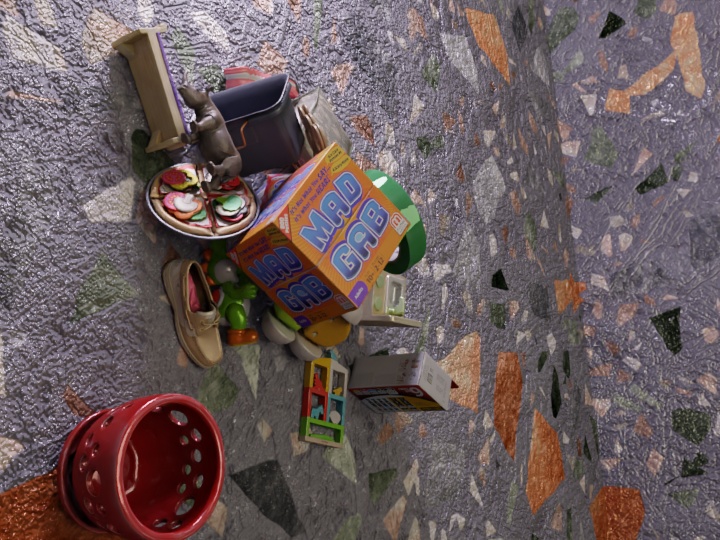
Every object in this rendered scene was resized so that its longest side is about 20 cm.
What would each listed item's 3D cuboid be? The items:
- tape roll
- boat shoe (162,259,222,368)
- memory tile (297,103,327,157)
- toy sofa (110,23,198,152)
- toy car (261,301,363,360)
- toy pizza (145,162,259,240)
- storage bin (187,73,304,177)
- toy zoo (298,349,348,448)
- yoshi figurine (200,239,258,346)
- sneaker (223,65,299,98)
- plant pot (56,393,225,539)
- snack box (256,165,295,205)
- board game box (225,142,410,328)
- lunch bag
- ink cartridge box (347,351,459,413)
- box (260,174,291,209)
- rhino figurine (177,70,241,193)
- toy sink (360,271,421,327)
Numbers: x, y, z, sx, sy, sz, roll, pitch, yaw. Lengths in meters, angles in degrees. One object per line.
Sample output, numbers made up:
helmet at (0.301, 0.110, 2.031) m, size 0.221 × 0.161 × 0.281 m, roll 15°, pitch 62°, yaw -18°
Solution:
tape roll at (0.043, -0.091, 1.389) m, size 0.048 × 0.199 × 0.204 m, roll -33°, pitch 111°, yaw -25°
boat shoe at (-0.283, 0.076, 1.272) m, size 0.074 × 0.068 × 0.204 m, roll -36°, pitch 112°, yaw -52°
memory tile at (-0.068, -0.206, 1.378) m, size 0.154 × 0.016 × 0.203 m, roll -124°, pitch -168°, yaw -54°
toy sofa at (-0.344, -0.315, 1.265) m, size 0.097 × 0.081 × 0.205 m, roll -28°, pitch 105°, yaw -53°
toy car at (-0.105, 0.069, 1.479) m, size 0.199 × 0.174 × 0.151 m, roll 38°, pitch 18°, yaw -43°
toy pizza at (-0.270, -0.130, 1.260) m, size 0.201 × 0.197 × 0.032 m, roll -50°, pitch 166°, yaw -47°
storage bin at (-0.202, -0.255, 1.360) m, size 0.147 × 0.196 × 0.136 m, roll -81°, pitch 152°, yaw -46°
toy zoo at (-0.076, 0.271, 1.567) m, size 0.130 × 0.020 × 0.205 m, roll 27°, pitch 61°, yaw -50°
yoshi figurine at (-0.221, 0.032, 1.348) m, size 0.111 × 0.110 × 0.205 m, roll -14°, pitch 92°, yaw -62°
sneaker at (-0.207, -0.363, 1.503) m, size 0.198 × 0.073 × 0.089 m, roll -3°, pitch 98°, yaw -51°
plant pot at (-0.326, 0.286, 1.063) m, size 0.199 × 0.179 × 0.206 m, roll 16°, pitch 70°, yaw -52°
snack box at (-0.181, -0.147, 1.511) m, size 0.201 × 0.024 × 0.073 m, roll -52°, pitch 126°, yaw -47°
board game box at (-0.074, -0.055, 1.274) m, size 0.200 × 0.199 × 0.202 m, roll 44°, pitch 58°, yaw -16°
lunch bag at (-0.099, -0.263, 1.545) m, size 0.165 × 0.116 × 0.202 m, roll 56°, pitch 21°, yaw -30°
ink cartridge box at (0.102, 0.270, 1.666) m, size 0.175 × 0.197 × 0.085 m, roll 44°, pitch 50°, yaw -39°
box at (-0.113, -0.110, 1.500) m, size 0.200 × 0.098 × 0.098 m, roll 44°, pitch 54°, yaw -55°
rhino figurine at (-0.263, -0.242, 1.244) m, size 0.087 × 0.059 × 0.204 m, roll -30°, pitch 103°, yaw -51°
toy sink at (0.029, 0.061, 1.604) m, size 0.129 × 0.197 × 0.115 m, roll 14°, pitch 78°, yaw -51°
